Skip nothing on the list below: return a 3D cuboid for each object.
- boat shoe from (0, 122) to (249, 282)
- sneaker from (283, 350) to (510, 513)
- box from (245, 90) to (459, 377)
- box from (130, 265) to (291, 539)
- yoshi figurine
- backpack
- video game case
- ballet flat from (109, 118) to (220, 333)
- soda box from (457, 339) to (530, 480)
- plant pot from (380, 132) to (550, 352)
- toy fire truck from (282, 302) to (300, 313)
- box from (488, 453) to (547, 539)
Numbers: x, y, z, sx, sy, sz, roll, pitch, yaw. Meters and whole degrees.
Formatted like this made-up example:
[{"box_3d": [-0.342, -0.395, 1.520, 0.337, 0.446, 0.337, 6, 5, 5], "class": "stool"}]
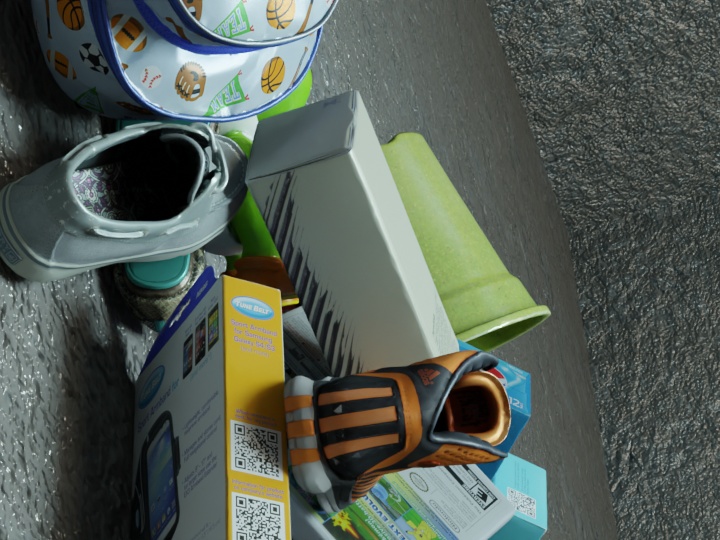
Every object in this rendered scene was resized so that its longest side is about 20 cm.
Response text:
[{"box_3d": [-0.107, -0.043, 0.779, 0.201, 0.071, 0.070, -26, 90, -58], "class": "boat shoe"}, {"box_3d": [0.027, 0.089, 0.798, 0.200, 0.111, 0.078, 46, 36, -83], "class": "sneaker"}, {"box_3d": [0.000, 0.000, 0.893, 0.082, 0.068, 0.201, -85, 155, -58], "class": "box"}, {"box_3d": [-0.081, 0.099, 0.766, 0.041, 0.119, 0.201, 18, 49, -25], "class": "box"}, {"box_3d": [-0.063, -0.077, 0.981, 0.112, 0.112, 0.201, -2, 79, -67], "class": "yoshi figurine"}, {"box_3d": [-0.095, -0.176, 0.811, 0.199, 0.154, 0.192, -12, 110, -37], "class": "backpack"}, {"box_3d": [-0.009, 0.113, 0.922, 0.200, 0.022, 0.182, 47, 29, 12], "class": "video game case"}, {"box_3d": [-0.120, -0.053, 0.898, 0.075, 0.067, 0.201, 96, -6, -62], "class": "ballet flat"}, {"box_3d": [0.056, 0.157, 1.116, 0.064, 0.067, 0.201, -76, -169, -63], "class": "soda box"}, {"box_3d": [0.029, -0.005, 1.215, 0.185, 0.199, 0.200, 66, 12, 9], "class": "plant pot"}, {"box_3d": [-0.009, 0.113, 1.070, 0.049, 0.141, 0.200, -13, 59, -49], "class": "toy fire truck"}, {"box_3d": [0.079, 0.242, 1.146, 0.082, 0.049, 0.201, -76, -168, -64], "class": "box"}]
